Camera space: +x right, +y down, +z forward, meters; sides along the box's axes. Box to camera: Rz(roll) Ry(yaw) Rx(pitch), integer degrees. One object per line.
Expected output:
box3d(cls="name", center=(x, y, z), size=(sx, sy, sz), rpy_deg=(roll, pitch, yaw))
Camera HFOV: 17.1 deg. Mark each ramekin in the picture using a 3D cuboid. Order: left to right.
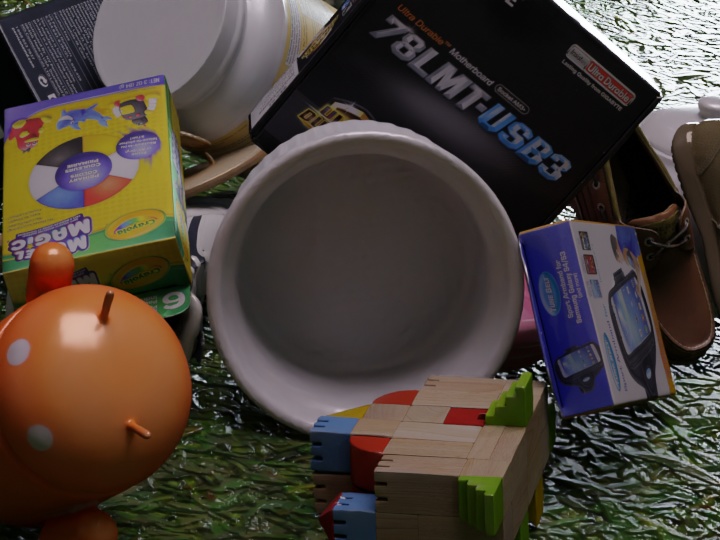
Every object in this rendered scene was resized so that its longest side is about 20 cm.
box3d(cls="ramekin", center=(0.000, 0.000, 1.529), size=(0.199, 0.202, 0.098), rpy_deg=(6, 15, -6))

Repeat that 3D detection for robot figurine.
box3d(cls="robot figurine", center=(-0.164, 0.073, 1.311), size=(0.116, 0.200, 0.145), rpy_deg=(35, 61, -15))

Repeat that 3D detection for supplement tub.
box3d(cls="supplement tub", center=(-0.085, -0.147, 1.746), size=(0.145, 0.146, 0.200), rpy_deg=(28, 1, 39))

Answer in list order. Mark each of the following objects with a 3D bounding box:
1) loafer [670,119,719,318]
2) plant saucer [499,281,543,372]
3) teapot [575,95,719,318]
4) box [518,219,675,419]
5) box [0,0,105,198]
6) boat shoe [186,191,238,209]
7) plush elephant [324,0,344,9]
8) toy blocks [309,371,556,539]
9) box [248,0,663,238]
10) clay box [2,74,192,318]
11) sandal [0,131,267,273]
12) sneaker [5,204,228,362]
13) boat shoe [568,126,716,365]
box3d(cls="loafer", center=(0.283, -0.019, 1.707), size=(0.067, 0.201, 0.076), rpy_deg=(-24, -4, 34))
box3d(cls="plant saucer", center=(0.064, 0.019, 1.698), size=(0.199, 0.051, 0.201), rpy_deg=(8, 22, -3))
box3d(cls="teapot", center=(0.264, -0.065, 1.841), size=(0.196, 0.147, 0.200), rpy_deg=(6, 25, -3))
box3d(cls="box", center=(0.152, 0.030, 1.538), size=(0.041, 0.120, 0.200), rpy_deg=(-15, -5, 17))
box3d(cls="box", center=(-0.244, -0.126, 1.771), size=(0.148, 0.108, 0.200), rpy_deg=(-27, 4, 30))
box3d(cls="boat shoe", center=(-0.098, -0.020, 1.726), size=(0.199, 0.073, 0.071), rpy_deg=(-4, 8, -38))
box3d(cls="plush elephant", center=(0.015, -0.191, 2.054), size=(0.163, 0.156, 0.200), rpy_deg=(2, 23, -17))
box3d(cls="toy blocks", center=(0.033, 0.113, 1.418), size=(0.136, 0.101, 0.200), rpy_deg=(2, 19, 14))
box3d(cls="box", center=(0.061, -0.108, 1.577), size=(0.200, 0.199, 0.050), rpy_deg=(38, 16, -17))
box3d(cls="clay box", center=(-0.171, -0.040, 1.545), size=(0.114, 0.048, 0.201), rpy_deg=(-12, 40, 2))
box3d(cls="sandal", center=(-0.172, -0.070, 1.651), size=(0.210, 0.070, 0.078), rpy_deg=(-23, 13, -2))
box3d(cls="sneaker", center=(-0.120, 0.023, 1.578), size=(0.198, 0.080, 0.129), rpy_deg=(-12, 31, -41))
box3d(cls="boat shoe", center=(0.197, -0.026, 1.684), size=(0.072, 0.201, 0.068), rpy_deg=(-31, 3, -25))
